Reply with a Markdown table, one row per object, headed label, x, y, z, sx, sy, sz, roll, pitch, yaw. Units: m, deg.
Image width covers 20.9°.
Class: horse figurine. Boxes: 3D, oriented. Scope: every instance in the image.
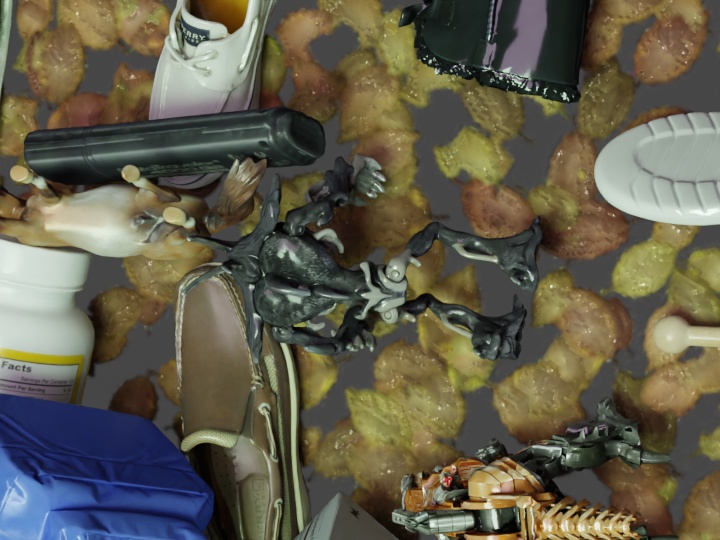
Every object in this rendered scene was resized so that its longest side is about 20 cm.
| label | x | y | z | sx | sy | sz | roll | pitch | yaw |
| --- | --- | --- | --- | --- | --- | --- | --- | --- | --- |
| horse figurine | -0.147 | -0.036 | 1.153 | 0.200 | 0.133 | 0.050 | 0 | 81 | 10 |

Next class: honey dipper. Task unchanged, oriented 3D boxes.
| label | x | y | z | sx | sy | sz | roll | pitch | yaw |
| --- | --- | --- | --- | --- | --- | --- | --- | --- | --- |
| honey dipper | 0.260 | 0.038 | 1.081 | 0.200 | 0.038 | 0.038 | 4 | 93 | 24 |

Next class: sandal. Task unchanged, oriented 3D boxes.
| label | x | y | z | sx | sy | sz | roll | pitch | yaw |
| --- | --- | --- | --- | --- | --- | --- | --- | --- | --- |
| sandal | 0.230 | -0.047 | 1.077 | 0.202 | 0.083 | 0.050 | -2 | 134 | 19 |

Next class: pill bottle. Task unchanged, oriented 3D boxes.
| label | x | y | z | sx | sy | sz | roll | pitch | yaw |
| --- | --- | --- | --- | --- | --- | --- | --- | --- | --- |
| pill bottle | -0.231 | 0.074 | 1.226 | 0.112 | 0.112 | 0.200 | 16 | 97 | 20 |

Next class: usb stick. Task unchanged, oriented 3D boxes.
| label | x | y | z | sx | sy | sz | roll | pitch | yaw |
| --- | --- | --- | --- | --- | --- | --- | --- | --- | --- |
| usb stick | -0.114 | -0.074 | 1.165 | 0.200 | 0.055 | 0.033 | -2 | 75 | 32 |

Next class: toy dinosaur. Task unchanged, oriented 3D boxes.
| label | x | y | z | sx | sy | sz | roll | pitch | yaw |
| --- | --- | --- | --- | --- | --- | --- | --- | --- | --- |
| toy dinosaur | 0.097 | 0.138 | 1.087 | 0.200 | 0.136 | 0.102 | -142 | 51 | -58 |

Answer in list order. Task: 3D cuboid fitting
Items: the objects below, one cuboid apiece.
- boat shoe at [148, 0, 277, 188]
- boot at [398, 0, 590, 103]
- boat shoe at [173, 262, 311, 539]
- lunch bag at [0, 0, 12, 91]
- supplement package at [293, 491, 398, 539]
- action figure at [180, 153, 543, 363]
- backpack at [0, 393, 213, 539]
| label | x | y | z | sx | sy | sz | roll | pitch | yaw |
| --- | --- | --- | --- | --- | --- | --- | --- | --- | --- |
| boat shoe | -0.090 | -0.144 | 1.185 | 0.071 | 0.070 | 0.200 | 27 | 105 | 19 |
| boot | 0.123 | -0.175 | 1.103 | 0.198 | 0.073 | 0.163 | 16 | 95 | 27 |
| boat shoe | -0.076 | 0.094 | 1.187 | 0.075 | 0.075 | 0.202 | -17 | 86 | 21 |
| lunch bag | -0.321 | -0.129 | 1.253 | 0.164 | 0.118 | 0.200 | 8 | 101 | 20 |
| supplement package | -0.014 | 0.277 | 1.107 | 0.191 | 0.147 | 0.200 | 41 | 106 | -6 |
| action figure | 0.000 | 0.000 | 1.139 | 0.200 | 0.102 | 0.119 | 9 | 107 | -1 |
| backpack | -0.190 | 0.193 | 1.115 | 0.168 | 0.162 | 0.200 | 45 | 112 | 49 |
